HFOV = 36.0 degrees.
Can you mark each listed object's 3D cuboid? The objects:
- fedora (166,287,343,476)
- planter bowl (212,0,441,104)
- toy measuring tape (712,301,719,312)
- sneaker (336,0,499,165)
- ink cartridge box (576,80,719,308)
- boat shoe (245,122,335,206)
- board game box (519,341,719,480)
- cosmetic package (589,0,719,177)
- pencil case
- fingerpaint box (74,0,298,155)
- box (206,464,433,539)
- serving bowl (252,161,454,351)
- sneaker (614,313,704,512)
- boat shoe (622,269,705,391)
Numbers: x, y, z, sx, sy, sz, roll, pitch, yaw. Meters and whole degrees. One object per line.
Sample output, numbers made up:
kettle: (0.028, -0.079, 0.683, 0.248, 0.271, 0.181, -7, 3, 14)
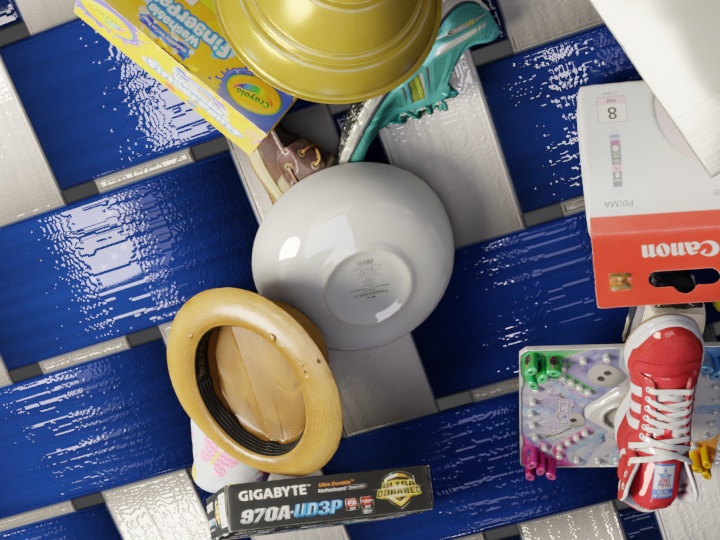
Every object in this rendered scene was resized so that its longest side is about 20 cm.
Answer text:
fedora: (-0.085, 0.094, 1.034, 0.200, 0.082, 0.201, 15, 123, 24)
planter bowl: (-0.020, -0.245, 0.911, 0.200, 0.083, 0.201, 2, 77, -11)
toy measuring tape: (0.436, 0.019, 1.045, 0.200, 0.074, 0.074, -9, 109, 10)
sneaker: (0.048, -0.168, 1.020, 0.080, 0.078, 0.200, 34, 110, -16)
ink cartridge box: (0.282, -0.074, 0.986, 0.162, 0.057, 0.200, -4, 68, 7)
boat shoe: (-0.058, -0.098, 1.058, 0.072, 0.072, 0.200, -19, 111, 9)
board game box: (0.257, 0.144, 1.085, 0.200, 0.026, 0.200, -2, 138, 7)
cosmetic package: (0.285, -0.190, 0.909, 0.107, 0.090, 0.200, -33, 87, 39)
pencil case: (-0.139, 0.129, 1.141, 0.091, 0.083, 0.200, 6, 111, 23)
fingerpaint box: (-0.119, -0.231, 0.973, 0.200, 0.073, 0.167, 38, 72, -8)
box: (-0.044, 0.231, 1.098, 0.200, 0.159, 0.046, -4, 75, -14)
serving bowl: (0.000, 0.000, 1.052, 0.200, 0.066, 0.200, -6, 121, -11)
sneaker: (0.264, 0.134, 0.970, 0.071, 0.113, 0.200, 1, 139, 5)
boat shoe: (0.291, 0.062, 1.082, 0.075, 0.093, 0.200, 2, 138, 1)
